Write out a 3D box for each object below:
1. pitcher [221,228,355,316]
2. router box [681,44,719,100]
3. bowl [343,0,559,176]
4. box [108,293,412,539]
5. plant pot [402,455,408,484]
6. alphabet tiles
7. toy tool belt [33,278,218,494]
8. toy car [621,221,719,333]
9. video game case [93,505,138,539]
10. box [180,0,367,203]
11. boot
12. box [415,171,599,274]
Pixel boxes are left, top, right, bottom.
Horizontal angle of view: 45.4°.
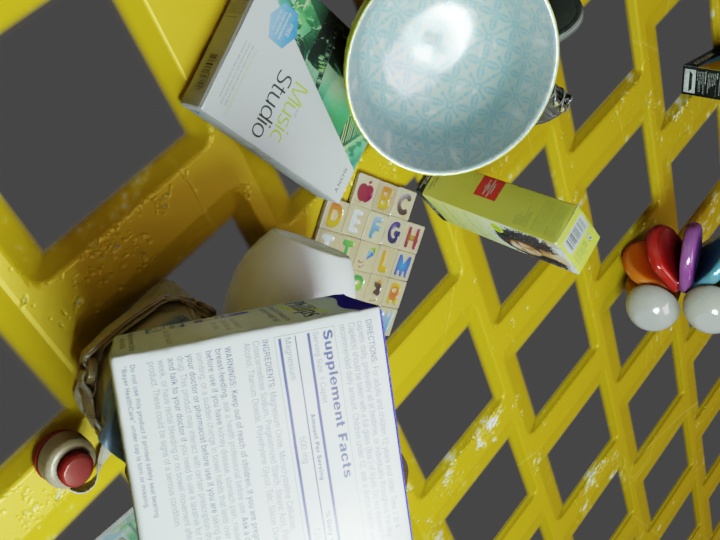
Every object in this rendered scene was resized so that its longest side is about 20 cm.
[{"bbox_3d":[-0.069,0.075,0.786,0.120,0.171,0.203,17,96,-27],"label":"pitcher"},{"bbox_3d":[0.622,-0.317,1.352,0.199,0.148,0.052,-30,127,-35],"label":"router box"},{"bbox_3d":[0.072,-0.202,0.801,0.197,0.108,0.203,-5,118,-10],"label":"bowl"},{"bbox_3d":[-0.076,0.128,0.653,0.197,0.105,0.187,-9,95,-15],"label":"box"},{"bbox_3d":[-0.035,0.268,0.916,0.201,0.185,0.189,-51,137,-37],"label":"plant pot"},{"bbox_3d":[0.000,0.000,0.945,0.165,0.006,0.203,13,96,-47],"label":"alphabet tiles"},{"bbox_3d":[-0.179,0.113,0.720,0.201,0.122,0.125,-53,136,-15],"label":"toy tool belt"},{"bbox_3d":[0.502,-0.006,1.330,0.176,0.197,0.151,-55,134,-40],"label":"toy car"},{"bbox_3d":[-0.179,0.274,0.775,0.199,0.142,0.018,-40,147,-27],"label":"video game case"},{"bbox_3d":[-0.057,-0.168,0.794,0.199,0.036,0.146,30,84,-50],"label":"box"},{"bbox_3d":[0.178,-0.214,0.918,0.173,0.198,0.070,21,64,-45],"label":"boot"},{"bbox_3d":[0.156,-0.062,0.937,0.075,0.199,0.051,39,81,-45],"label":"box"}]
